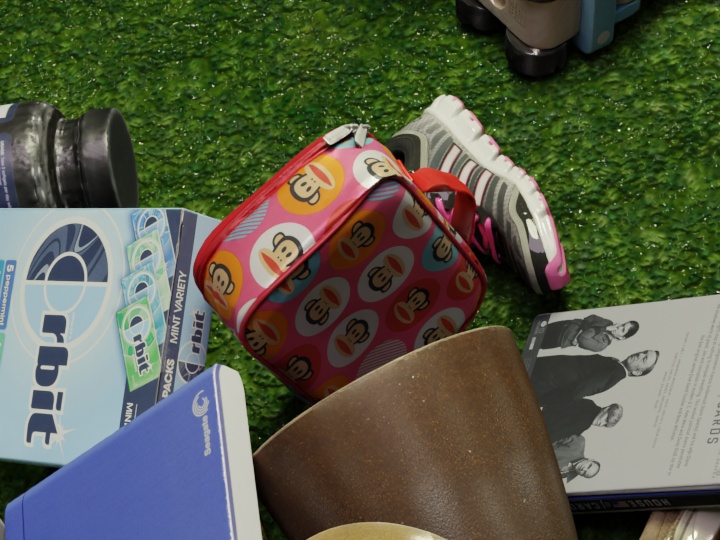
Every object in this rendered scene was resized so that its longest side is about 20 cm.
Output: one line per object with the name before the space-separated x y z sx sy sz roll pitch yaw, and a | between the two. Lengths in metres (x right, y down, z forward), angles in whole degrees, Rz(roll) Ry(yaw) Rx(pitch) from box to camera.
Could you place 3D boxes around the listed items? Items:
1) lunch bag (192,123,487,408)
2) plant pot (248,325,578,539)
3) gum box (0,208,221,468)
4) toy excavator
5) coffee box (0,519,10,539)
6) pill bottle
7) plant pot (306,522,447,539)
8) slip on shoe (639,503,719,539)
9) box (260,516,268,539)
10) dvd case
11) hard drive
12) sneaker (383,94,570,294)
lunch bag | 0.000 0.000 1.400 0.176 0.200 0.082 -42 55 -2
plant pot | 0.055 0.167 1.298 0.186 0.187 0.201 -26 75 -7
gum box | -0.185 0.046 1.435 0.199 0.044 0.172 1 79 41
toy excavator | 0.193 -0.226 1.609 0.199 0.100 0.195 -29 54 -20
coffee box | -0.378 0.148 1.373 0.200 0.198 0.199 -45 44 -19
pill bottle | -0.267 -0.063 1.577 0.198 0.112 0.113 -7 53 8
plant pot | 0.022 0.241 1.240 0.198 0.202 0.027 14 26 22
slip on shoe | 0.182 0.195 1.308 0.060 0.076 0.201 7 55 39
box | -0.126 0.218 1.377 0.158 0.050 0.201 -19 52 -3
dvd case | 0.175 0.084 1.370 0.199 0.025 0.151 -7 48 40
hard drive | -0.142 0.159 1.311 0.199 0.025 0.133 -34 49 31
sneaker | 0.073 -0.041 1.507 0.087 0.074 0.200 -29 48 -9
